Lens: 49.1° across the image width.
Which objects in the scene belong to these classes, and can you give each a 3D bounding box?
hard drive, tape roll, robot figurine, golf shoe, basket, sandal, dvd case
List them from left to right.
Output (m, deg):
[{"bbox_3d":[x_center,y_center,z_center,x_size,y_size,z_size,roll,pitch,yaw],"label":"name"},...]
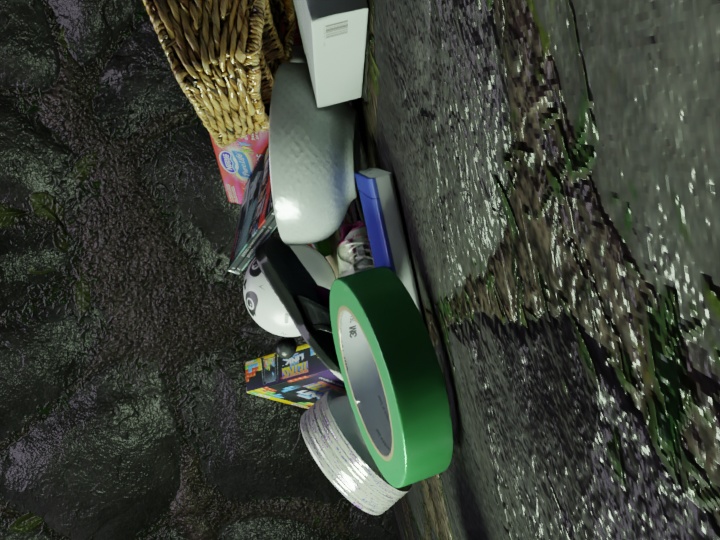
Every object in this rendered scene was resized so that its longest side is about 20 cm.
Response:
[{"bbox_3d":[-0.116,-0.225,0.823,0.200,0.148,0.144,86,159,-82],"label":"basket"},{"bbox_3d":[-0.127,-0.098,1.042,0.200,0.022,0.147,-41,36,54],"label":"dvd case"},{"bbox_3d":[-0.095,0.023,1.044,0.151,0.124,0.200,53,177,-4],"label":"robot figurine"},{"bbox_3d":[-0.040,0.044,0.861,0.201,0.048,0.075,53,-155,-1],"label":"sandal"},{"bbox_3d":[0.000,0.000,0.958,0.200,0.074,0.092,-117,17,-70],"label":"golf shoe"},{"bbox_3d":[0.024,0.099,0.743,0.200,0.048,0.203,164,90,-77],"label":"tape roll"},{"bbox_3d":[0.033,0.000,0.794,0.132,0.025,0.202,-123,20,-78],"label":"hard drive"}]

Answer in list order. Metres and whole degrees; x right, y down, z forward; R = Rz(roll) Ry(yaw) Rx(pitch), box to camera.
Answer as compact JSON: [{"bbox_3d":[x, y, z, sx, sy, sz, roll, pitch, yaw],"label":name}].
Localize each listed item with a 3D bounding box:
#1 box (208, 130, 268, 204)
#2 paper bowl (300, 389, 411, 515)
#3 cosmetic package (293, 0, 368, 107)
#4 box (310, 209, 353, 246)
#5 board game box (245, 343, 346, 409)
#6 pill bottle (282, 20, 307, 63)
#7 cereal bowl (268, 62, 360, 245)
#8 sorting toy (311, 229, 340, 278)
[{"bbox_3d":[-0.154,-0.192,1.153,0.201,0.094,0.100,86,-165,-57],"label":"box"},{"bbox_3d":[0.007,0.273,1.243,0.201,0.104,0.201,48,-171,-10],"label":"paper bowl"},{"bbox_3d":[-0.035,-0.253,0.703,0.200,0.051,0.152,105,150,-83],"label":"cosmetic package"},{"bbox_3d":[-0.046,-0.012,1.303,0.201,0.094,0.100,81,175,-53],"label":"box"},{"bbox_3d":[-0.067,0.177,1.308,0.200,0.164,0.057,29,-130,-54],"label":"board game box"},{"bbox_3d":[-0.099,-0.308,1.020,0.113,0.111,0.202,84,172,-65],"label":"pill bottle"},{"bbox_3d":[-0.044,-0.128,0.875,0.200,0.082,0.203,1,-90,-86],"label":"cereal bowl"},{"bbox_3d":[-0.072,-0.098,1.102,0.201,0.036,0.186,90,156,-57],"label":"sorting toy"}]
